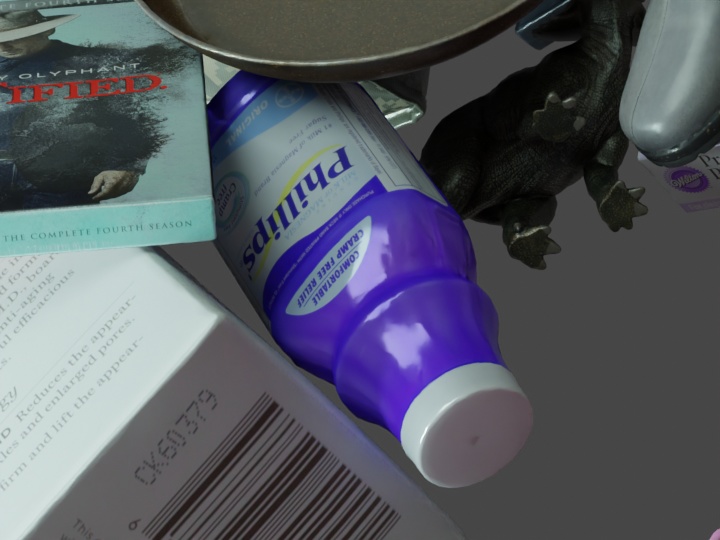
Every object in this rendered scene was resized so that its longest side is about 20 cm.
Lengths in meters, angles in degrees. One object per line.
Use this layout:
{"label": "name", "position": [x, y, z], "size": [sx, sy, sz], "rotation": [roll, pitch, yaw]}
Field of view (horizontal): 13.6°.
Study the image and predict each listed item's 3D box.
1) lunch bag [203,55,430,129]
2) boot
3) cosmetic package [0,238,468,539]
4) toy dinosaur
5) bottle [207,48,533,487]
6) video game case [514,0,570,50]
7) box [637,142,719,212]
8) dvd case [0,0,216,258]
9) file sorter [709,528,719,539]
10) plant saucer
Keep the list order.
{"label": "lunch bag", "position": [-0.062, -0.131, 1.352], "size": [0.199, 0.117, 0.165], "rotation": [-20, 47, 41]}
{"label": "boot", "position": [0.107, -0.151, 1.110], "size": [0.070, 0.131, 0.201], "rotation": [1, 67, 56]}
{"label": "cosmetic package", "position": [-0.101, 0.080, 1.153], "size": [0.165, 0.165, 0.200], "rotation": [-48, 36, -2]}
{"label": "toy dinosaur", "position": [0.064, -0.047, 1.206], "size": [0.200, 0.077, 0.102], "rotation": [-47, 18, 24]}
{"label": "bottle", "position": [0.000, 0.000, 1.137], "size": [0.084, 0.065, 0.200], "rotation": [-48, 45, 15]}
{"label": "video game case", "position": [0.146, -0.187, 1.244], "size": [0.200, 0.019, 0.143], "rotation": [-30, 37, 45]}
{"label": "box", "position": [0.197, -0.060, 1.103], "size": [0.199, 0.041, 0.039], "rotation": [-9, 50, 37]}
{"label": "dvd case", "position": [-0.130, -0.058, 1.156], "size": [0.145, 0.022, 0.200], "rotation": [-4, 27, -2]}
{"label": "file sorter", "position": [0.164, 0.144, 0.876], "size": [0.199, 0.125, 0.140], "rotation": [-15, 46, 34]}
{"label": "plant saucer", "position": [0.003, -0.136, 1.195], "size": [0.199, 0.032, 0.201], "rotation": [-7, 43, 6]}
